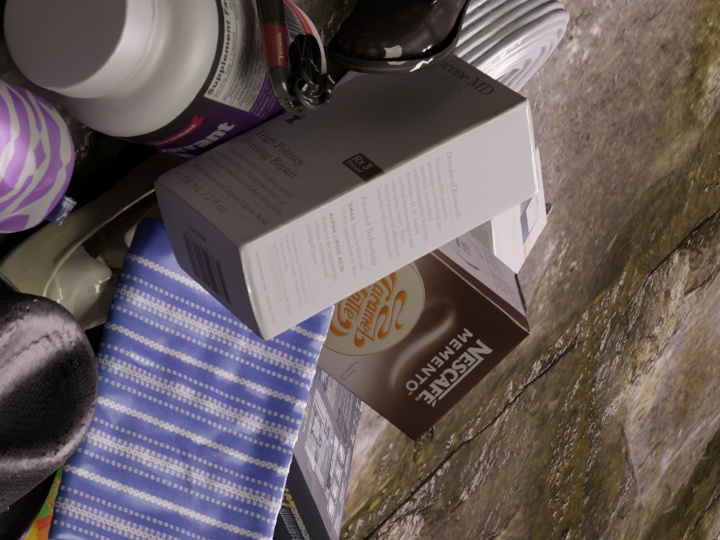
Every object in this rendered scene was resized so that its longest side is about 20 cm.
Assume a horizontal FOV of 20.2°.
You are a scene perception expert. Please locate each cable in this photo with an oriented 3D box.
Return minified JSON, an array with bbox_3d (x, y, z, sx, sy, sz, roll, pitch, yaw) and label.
[{"bbox_3d":[0.051,-0.129,1.369,0.200,0.069,0.200,-41,174,19],"label":"cable"}]

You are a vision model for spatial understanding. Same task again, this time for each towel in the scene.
[{"bbox_3d":[-0.095,0.083,1.193,0.144,0.024,0.201,24,69,-29],"label":"towel"}]

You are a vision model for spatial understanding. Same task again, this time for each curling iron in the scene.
[{"bbox_3d":[-0.051,-0.176,1.158,0.050,0.025,0.201,30,42,-60],"label":"curling iron"}]

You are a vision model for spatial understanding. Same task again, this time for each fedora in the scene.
[{"bbox_3d":[-0.206,0.069,1.071,0.200,0.091,0.202,26,56,-46],"label":"fedora"}]

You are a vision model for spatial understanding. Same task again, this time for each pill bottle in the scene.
[{"bbox_3d":[-0.111,-0.126,1.156,0.200,0.111,0.112,13,99,-62],"label":"pill bottle"}]

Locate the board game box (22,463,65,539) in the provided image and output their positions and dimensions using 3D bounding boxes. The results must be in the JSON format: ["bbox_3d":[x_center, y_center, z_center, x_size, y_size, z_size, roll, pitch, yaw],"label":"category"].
[{"bbox_3d":[-0.206,0.159,1.182,0.151,0.047,0.202,-21,103,-55],"label":"board game box"}]

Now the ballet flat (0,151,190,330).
[{"bbox_3d":[-0.154,-0.008,1.216,0.200,0.069,0.070,-45,145,-37],"label":"ballet flat"}]

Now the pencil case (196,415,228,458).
[{"bbox_3d":[-0.127,0.131,1.294,0.083,0.086,0.200,-38,160,-27],"label":"pencil case"}]

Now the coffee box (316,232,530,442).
[{"bbox_3d":[0.000,0.000,1.300,0.200,0.080,0.114,38,110,-22],"label":"coffee box"}]

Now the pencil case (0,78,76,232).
[{"bbox_3d":[-0.228,-0.072,1.027,0.086,0.084,0.200,-46,153,10],"label":"pencil case"}]

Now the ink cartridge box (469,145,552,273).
[{"bbox_3d":[0.068,-0.042,1.495,0.200,0.116,0.068,-53,138,-62],"label":"ink cartridge box"}]

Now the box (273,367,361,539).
[{"bbox_3d":[-0.040,0.072,1.417,0.158,0.051,0.201,72,22,-53],"label":"box"}]

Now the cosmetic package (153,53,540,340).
[{"bbox_3d":[-0.005,-0.050,1.164,0.199,0.102,0.074,-30,131,-22],"label":"cosmetic package"}]

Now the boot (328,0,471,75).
[{"bbox_3d":[0.036,-0.223,1.145,0.200,0.069,0.175,-50,145,-42],"label":"boot"}]
